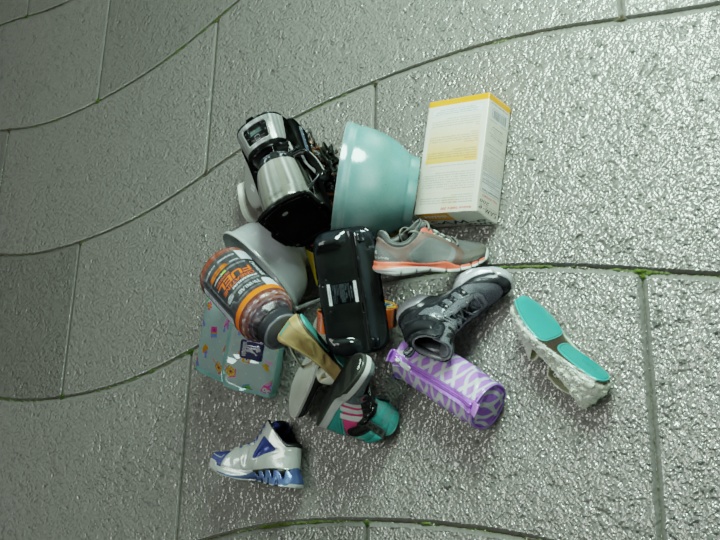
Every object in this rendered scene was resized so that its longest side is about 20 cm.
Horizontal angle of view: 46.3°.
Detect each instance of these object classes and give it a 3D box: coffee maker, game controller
[{"bbox_3d":[-0.132,-0.153,1.500,0.132,0.193,0.202,-16,59,-5],"label":"coffee maker"},{"bbox_3d":[-0.016,0.034,1.343,0.102,0.042,0.204,-8,92,11],"label":"game controller"}]

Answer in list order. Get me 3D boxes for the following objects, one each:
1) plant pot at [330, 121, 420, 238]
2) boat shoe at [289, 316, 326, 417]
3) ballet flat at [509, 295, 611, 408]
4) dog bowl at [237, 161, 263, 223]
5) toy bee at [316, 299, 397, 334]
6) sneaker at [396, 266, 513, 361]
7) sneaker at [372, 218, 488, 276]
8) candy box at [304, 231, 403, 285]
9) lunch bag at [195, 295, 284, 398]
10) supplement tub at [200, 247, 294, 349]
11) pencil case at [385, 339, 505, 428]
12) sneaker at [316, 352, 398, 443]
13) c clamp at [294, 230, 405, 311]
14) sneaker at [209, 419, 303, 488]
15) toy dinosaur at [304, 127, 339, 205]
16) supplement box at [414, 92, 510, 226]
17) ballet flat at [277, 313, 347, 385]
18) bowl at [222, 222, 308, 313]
[{"bbox_3d":[0.029,-0.139,1.407,0.132,0.200,0.204,8,79,1],"label":"plant pot"},{"bbox_3d":[-0.072,0.171,1.507,0.074,0.060,0.203,12,83,61],"label":"boat shoe"},{"bbox_3d":[0.276,0.122,1.217,0.072,0.071,0.200,-52,50,15],"label":"ballet flat"},{"bbox_3d":[-0.187,-0.195,1.681,0.199,0.058,0.204,-7,82,62],"label":"dog bowl"},{"bbox_3d":[0.021,0.084,1.420,0.109,0.197,0.133,-114,47,-75],"label":"toy bee"},{"bbox_3d":[0.149,0.074,1.296,0.198,0.076,0.115,-24,34,17],"label":"sneaker"},{"bbox_3d":[0.114,-0.040,1.321,0.077,0.197,0.084,-165,71,-67],"label":"sneaker"},{"bbox_3d":[-0.015,-0.058,1.535,0.198,0.026,0.104,-30,71,27],"label":"candy box"},{"bbox_3d":[-0.214,0.134,1.591,0.198,0.121,0.174,19,100,45],"label":"lunch bag"},{"bbox_3d":[-0.188,0.051,1.453,0.200,0.106,0.108,40,103,37],"label":"supplement tub"},{"bbox_3d":[0.132,0.170,1.312,0.199,0.085,0.085,26,96,42],"label":"pencil case"},{"bbox_3d":[0.013,0.216,1.369,0.201,0.119,0.085,122,166,-49],"label":"sneaker"},{"bbox_3d":[0.000,0.000,1.429,0.200,0.170,0.027,-42,79,36],"label":"c clamp"},{"bbox_3d":[-0.176,0.331,1.542,0.197,0.080,0.117,0,72,34],"label":"sneaker"},{"bbox_3d":[-0.060,-0.182,1.603,0.201,0.102,0.135,53,135,-2],"label":"toy dinosaur"},{"bbox_3d":[0.170,-0.180,1.396,0.125,0.073,0.204,0,76,41],"label":"supplement box"},{"bbox_3d":[-0.066,0.151,1.419,0.063,0.200,0.069,-40,28,4],"label":"ballet flat"},{"bbox_3d":[-0.162,-0.020,1.585,0.090,0.202,0.200,-43,45,-17],"label":"bowl"}]
